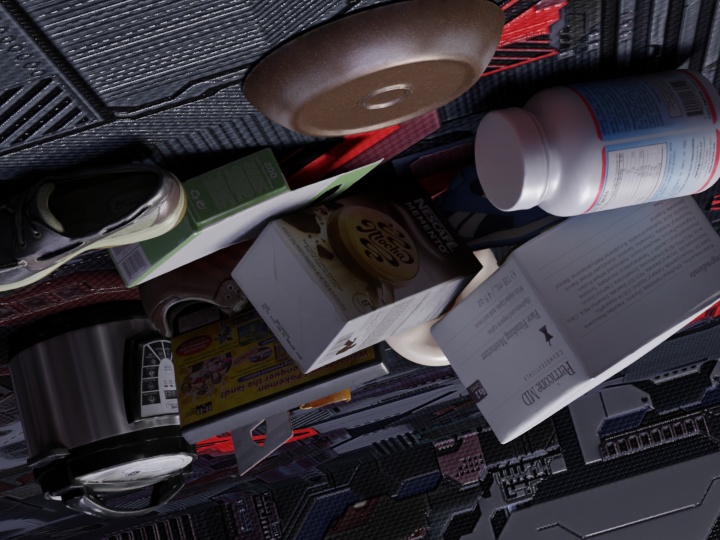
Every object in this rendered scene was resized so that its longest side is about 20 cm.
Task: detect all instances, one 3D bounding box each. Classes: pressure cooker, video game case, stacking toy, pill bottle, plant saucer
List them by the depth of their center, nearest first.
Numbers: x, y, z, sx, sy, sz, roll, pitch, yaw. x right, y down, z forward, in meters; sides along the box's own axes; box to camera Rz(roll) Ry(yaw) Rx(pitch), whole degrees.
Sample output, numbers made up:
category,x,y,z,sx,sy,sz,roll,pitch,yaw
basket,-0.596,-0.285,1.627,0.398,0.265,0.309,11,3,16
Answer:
category,x,y,z,sx,sy,sz,roll,pitch,yaw
plant saucer,0.014,-0.140,1.397,0.198,0.037,0.201,-15,167,-4
pill bottle,0.201,-0.105,1.612,0.198,0.110,0.109,-10,166,-25
video game case,-0.081,0.050,1.773,0.198,0.182,0.026,-20,141,11
pressure cooker,-0.254,0.151,1.945,0.174,0.202,0.179,-13,167,-9
stacking toy,0.048,0.024,2.001,0.145,0.148,0.200,-11,-178,-21

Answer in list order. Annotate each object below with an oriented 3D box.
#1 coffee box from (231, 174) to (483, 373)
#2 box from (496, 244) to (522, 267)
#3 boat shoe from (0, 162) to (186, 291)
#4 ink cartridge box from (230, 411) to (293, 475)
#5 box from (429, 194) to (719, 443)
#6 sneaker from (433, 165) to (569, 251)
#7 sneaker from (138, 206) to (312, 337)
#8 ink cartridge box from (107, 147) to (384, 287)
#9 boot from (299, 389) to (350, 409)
category,x,y,z,sx,sy,sz,roll,pitch,yaw
coffee box,0.000,0.000,1.685,0.199,0.113,0.080,-21,158,-49
box,0.236,-0.074,1.821,0.163,0.021,0.200,-22,163,-46
boat shoe,-0.232,-0.041,1.458,0.199,0.072,0.066,-16,157,0
ink cartridge box,-0.101,0.105,1.991,0.043,0.175,0.200,-10,167,-22
box,0.201,0.031,1.734,0.199,0.131,0.199,-29,171,-29
sneaker,0.109,-0.061,1.784,0.199,0.083,0.074,-12,-173,36
sneaker,-0.106,0.003,1.771,0.198,0.076,0.070,-18,167,11
ink cartridge box,-0.096,-0.056,1.601,0.199,0.048,0.145,-25,175,-34
boot,-0.031,0.060,1.954,0.070,0.145,0.201,-11,166,-24
